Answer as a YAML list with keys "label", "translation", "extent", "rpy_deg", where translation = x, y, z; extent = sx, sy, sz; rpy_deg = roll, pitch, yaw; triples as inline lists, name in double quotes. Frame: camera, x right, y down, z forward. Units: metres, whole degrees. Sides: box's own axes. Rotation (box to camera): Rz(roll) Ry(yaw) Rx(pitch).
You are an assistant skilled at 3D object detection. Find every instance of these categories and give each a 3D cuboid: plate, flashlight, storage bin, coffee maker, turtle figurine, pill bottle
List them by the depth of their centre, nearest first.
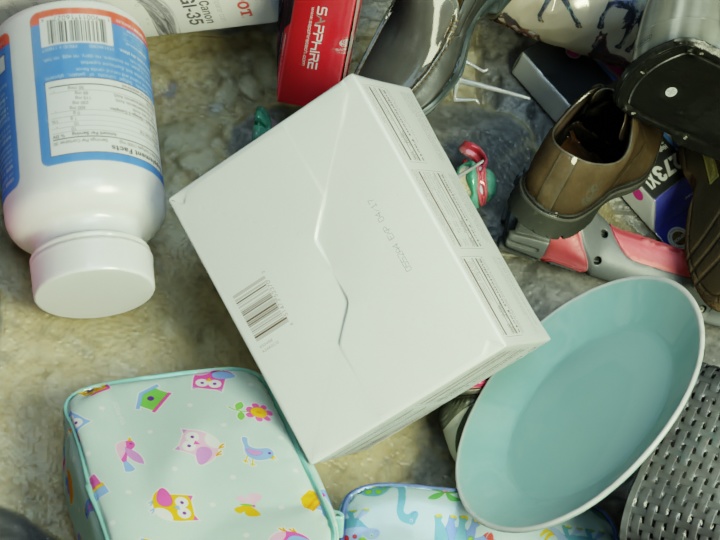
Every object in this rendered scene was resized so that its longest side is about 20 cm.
- label: "plate"
  translation: [0.144, 0.089, 1.347]
  extent: [0.026, 0.200, 0.201]
  rpy_deg: [43, 59, -27]
- label: "storage bin"
  translation: [0.238, 0.167, 1.367]
  extent: [0.093, 0.200, 0.135]
  rpy_deg: [16, 60, 21]
- label: "pill bottle"
  translation: [-0.192, -0.074, 1.441]
  extent: [0.112, 0.112, 0.201]
  rpy_deg: [-2, 66, -14]
- label: "coffee maker"
  translation: [0.280, -0.182, 1.475]
  extent: [0.192, 0.134, 0.201]
  rpy_deg: [36, 56, -34]
- label: "turtle figurine"
  translation: [0.023, -0.069, 1.496]
  extent: [0.199, 0.101, 0.150]
  rpy_deg: [-2, 49, 3]
- label: "flashlight"
  translation: [0.203, -0.018, 1.533]
  extent: [0.199, 0.068, 0.068]
  rpy_deg: [15, 48, -6]

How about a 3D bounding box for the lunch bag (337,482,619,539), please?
- label: "lunch bag"
  translation: [0.070, 0.227, 1.376]
  extent: [0.199, 0.083, 0.161]
  rpy_deg: [5, 63, -11]

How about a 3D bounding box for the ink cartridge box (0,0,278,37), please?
- label: "ink cartridge box"
  translation: [-0.165, -0.232, 1.469]
  extent: [0.199, 0.147, 0.083]
  rpy_deg: [-6, 65, 7]

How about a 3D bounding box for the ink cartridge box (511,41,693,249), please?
- label: "ink cartridge box"
  translation: [0.214, -0.108, 1.597]
  extent: [0.095, 0.037, 0.200]
  rpy_deg: [-34, 79, -26]

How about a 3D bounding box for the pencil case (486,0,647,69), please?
- label: "pencil case"
  translation: [0.196, -0.196, 1.564]
  extent: [0.199, 0.090, 0.078]
  rpy_deg: [19, 42, -4]

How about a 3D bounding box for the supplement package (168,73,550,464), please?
- label: "supplement package"
  translation: [0.000, 0.000, 1.378]
  extent: [0.156, 0.111, 0.200]
  rpy_deg: [-32, 79, 18]

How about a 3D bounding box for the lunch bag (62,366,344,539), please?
- label: "lunch bag"
  translation: [-0.100, 0.152, 1.341]
  extent: [0.160, 0.077, 0.200]
  rpy_deg: [-7, 42, -19]

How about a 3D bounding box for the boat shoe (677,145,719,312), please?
- label: "boat shoe"
  translation: [0.280, -0.042, 1.508]
  extent: [0.076, 0.072, 0.200]
  rpy_deg: [27, 44, -24]

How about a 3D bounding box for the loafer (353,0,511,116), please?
- label: "loafer"
  translation: [0.046, -0.181, 1.469]
  extent: [0.073, 0.072, 0.200]
  rpy_deg: [23, 70, 29]

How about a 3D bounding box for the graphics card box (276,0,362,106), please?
- label: "graphics card box"
  translation: [-0.029, -0.225, 1.506]
  extent: [0.051, 0.126, 0.200]
  rpy_deg: [6, 42, -6]

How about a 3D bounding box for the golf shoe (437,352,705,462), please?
- label: "golf shoe"
  translation: [0.151, 0.093, 1.470]
  extent: [0.199, 0.077, 0.088]
  rpy_deg: [-13, 76, -9]

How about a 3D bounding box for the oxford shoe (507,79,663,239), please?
- label: "oxford shoe"
  translation: [0.180, -0.098, 1.497]
  extent: [0.073, 0.085, 0.200]
  rpy_deg: [32, 38, 8]
